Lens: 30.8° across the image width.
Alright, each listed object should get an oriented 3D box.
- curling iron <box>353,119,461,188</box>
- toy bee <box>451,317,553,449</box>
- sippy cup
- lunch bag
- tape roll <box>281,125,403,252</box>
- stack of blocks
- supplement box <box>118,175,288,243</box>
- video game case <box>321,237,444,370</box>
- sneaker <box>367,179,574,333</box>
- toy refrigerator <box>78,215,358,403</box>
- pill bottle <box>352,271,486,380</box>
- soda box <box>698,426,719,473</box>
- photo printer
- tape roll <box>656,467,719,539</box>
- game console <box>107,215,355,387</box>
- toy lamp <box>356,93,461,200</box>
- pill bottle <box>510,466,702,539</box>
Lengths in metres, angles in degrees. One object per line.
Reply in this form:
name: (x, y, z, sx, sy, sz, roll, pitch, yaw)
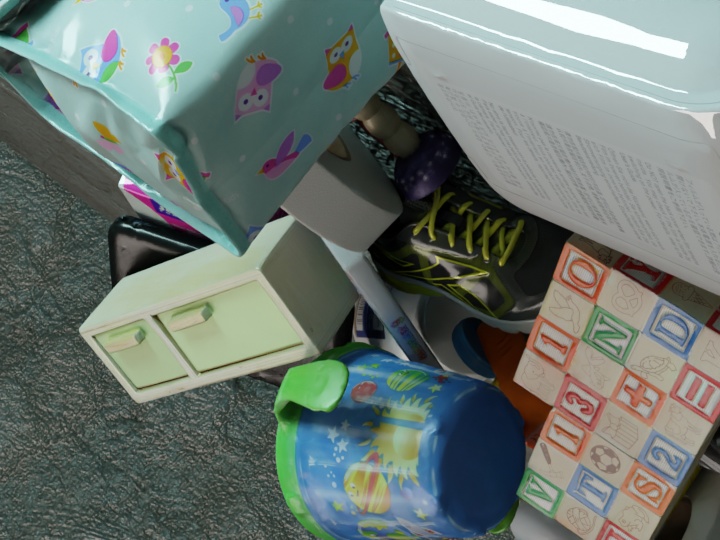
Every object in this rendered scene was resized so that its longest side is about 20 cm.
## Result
curling iron: (0.001, -0.105, 0.892, 0.200, 0.026, 0.049, 43, 166, -26)
toy bee: (0.123, 0.033, 0.938, 0.108, 0.203, 0.130, 9, 155, -43)
sippy cup: (0.034, 0.119, 0.861, 0.176, 0.142, 0.129, -8, -176, -43)
lunch bag: (-0.089, -0.133, 0.656, 0.199, 0.171, 0.122, 33, 164, 35)
tape roll: (-0.055, -0.095, 0.811, 0.203, 0.037, 0.203, 43, -167, -12)
stack of blocks: (0.153, 0.070, 0.768, 0.115, 0.058, 0.201, 32, 136, 20)
supplement box: (-0.105, -0.060, 1.021, 0.100, 0.104, 0.200, 19, 164, 9)
video game case: (0.000, 0.000, 0.934, 0.144, 0.018, 0.200, 55, 180, 38)
sneaker: (0.066, -0.015, 0.858, 0.198, 0.075, 0.085, 8, 154, 43)
toy refrigerator: (-0.105, 0.032, 0.922, 0.199, 0.070, 0.076, -17, 118, 41)
pill bottle: (0.065, 0.044, 1.107, 0.111, 0.111, 0.200, 38, 171, -9)
soda box: (0.213, 0.086, 0.914, 0.071, 0.064, 0.200, 40, 171, -19)
photo printer: (0.118, -0.061, 0.541, 0.199, 0.070, 0.167, 28, 167, 41)
tape roll: (0.292, 0.272, 1.091, 0.139, 0.203, 0.203, 38, 171, -2)
game console: (-0.086, 0.020, 1.045, 0.198, 0.117, 0.177, 17, 135, 11)
toy lamp: (-0.022, -0.123, 0.801, 0.200, 0.058, 0.058, 43, 169, -25)
pill bottle: (0.194, 0.195, 1.085, 0.112, 0.201, 0.112, 36, 170, 7)
